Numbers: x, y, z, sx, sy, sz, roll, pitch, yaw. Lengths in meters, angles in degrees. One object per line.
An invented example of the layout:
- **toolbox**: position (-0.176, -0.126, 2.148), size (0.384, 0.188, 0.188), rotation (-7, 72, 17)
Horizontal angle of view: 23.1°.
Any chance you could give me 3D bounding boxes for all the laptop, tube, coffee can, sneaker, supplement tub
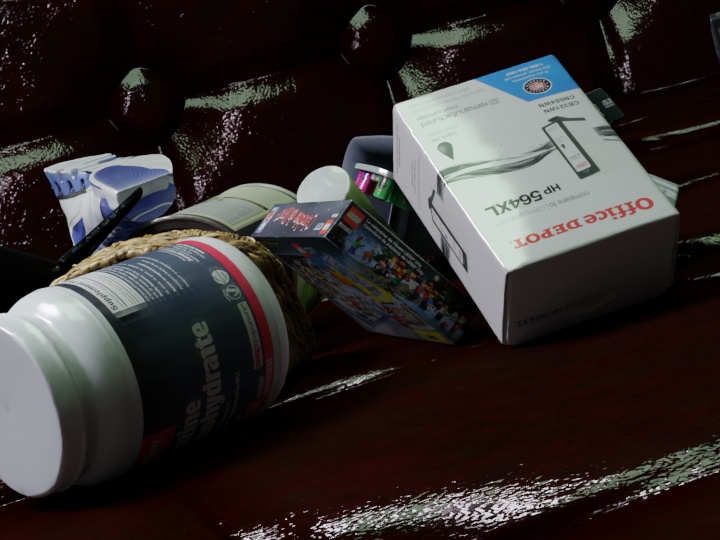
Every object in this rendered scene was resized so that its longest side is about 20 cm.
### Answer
- **laptop**: position (-0.308, -0.007, 1.489), size (0.177, 0.103, 0.200), rotation (-42, 5, 42)
- **tube**: position (0.008, -0.019, 1.559), size (0.058, 0.200, 0.052), rotation (31, 77, 36)
- **coffee can**: position (-0.122, 0.006, 1.596), size (0.146, 0.147, 0.200), rotation (-13, 7, 18)
- **sneaker**: position (-0.222, -0.045, 1.644), size (0.080, 0.115, 0.199), rotation (-21, 16, -27)
- **supplement tub**: position (-0.162, 0.066, 1.228), size (0.200, 0.141, 0.140), rotation (-22, 9, -41)

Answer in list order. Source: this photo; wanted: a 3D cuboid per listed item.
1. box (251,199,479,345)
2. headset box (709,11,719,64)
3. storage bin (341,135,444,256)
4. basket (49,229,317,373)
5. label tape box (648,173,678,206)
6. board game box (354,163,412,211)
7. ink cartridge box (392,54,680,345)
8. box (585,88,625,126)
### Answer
- **box**: position (0.000, 0.000, 1.431), size (0.038, 0.137, 0.200), rotation (-53, 17, -11)
- **headset box**: position (0.444, -0.205, 1.914), size (0.093, 0.174, 0.200), rotation (-15, 5, 13)
- **storage bin**: position (0.063, -0.054, 1.798), size (0.134, 0.146, 0.200), rotation (10, 1, -16)
- **basket**: position (-0.155, 0.038, 1.425), size (0.200, 0.143, 0.149), rotation (-14, 7, 15)
- **label tape box**: position (0.187, -0.056, 1.466), size (0.143, 0.066, 0.200), rotation (21, 11, 7)
- **board game box**: position (0.093, -0.043, 1.548), size (0.200, 0.026, 0.200), rotation (22, 2, -7)
- **ink cartridge box**: position (0.129, -0.056, 1.334), size (0.146, 0.084, 0.200), rotation (-19, 48, -15)
- **box**: position (0.182, -0.110, 1.936), size (0.200, 0.044, 0.160), rotation (-44, -9, 31)
